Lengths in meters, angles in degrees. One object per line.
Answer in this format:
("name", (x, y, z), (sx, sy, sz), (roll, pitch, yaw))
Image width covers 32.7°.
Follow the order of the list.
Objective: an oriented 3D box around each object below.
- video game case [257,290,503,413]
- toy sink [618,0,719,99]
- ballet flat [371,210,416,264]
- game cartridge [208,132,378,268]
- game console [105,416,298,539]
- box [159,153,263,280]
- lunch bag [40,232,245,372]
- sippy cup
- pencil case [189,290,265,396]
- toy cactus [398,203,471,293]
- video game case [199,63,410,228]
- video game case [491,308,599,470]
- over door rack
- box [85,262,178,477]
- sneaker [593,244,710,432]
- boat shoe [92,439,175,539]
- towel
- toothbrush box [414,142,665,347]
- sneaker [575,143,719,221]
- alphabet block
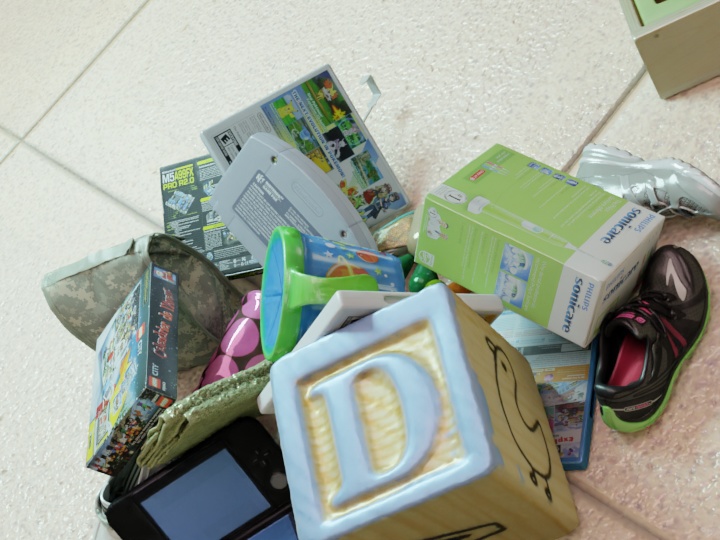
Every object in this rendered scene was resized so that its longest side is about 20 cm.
("video game case", (0.017, 0.083, 1.207), (0.200, 0.182, 0.023), (-53, 44, 45))
("toy sink", (0.362, -0.319, 1.398), (0.130, 0.112, 0.200), (-22, 46, 19))
("ballet flat", (0.000, 0.000, 1.434), (0.200, 0.071, 0.071), (-27, 44, 14))
("game cartridge", (-0.075, -0.055, 1.396), (0.200, 0.041, 0.133), (47, 127, 11))
("game console", (-0.145, 0.282, 1.271), (0.200, 0.171, 0.118), (-34, 17, 7))
("box", (-0.164, -0.071, 1.553), (0.200, 0.044, 0.161), (-11, 81, 35))
("lunch bag", (-0.263, 0.033, 1.489), (0.164, 0.200, 0.118), (-18, 47, 24))
("sippy cup", (-0.027, 0.028, 1.240), (0.130, 0.140, 0.178), (5, 30, -14))
("pencil case", (-0.148, 0.124, 1.423), (0.091, 0.094, 0.200), (30, 69, 1))
("toy cactus", (0.079, 0.003, 1.336), (0.200, 0.102, 0.165), (-21, 46, 29))
("video game case", (-0.066, -0.122, 1.479), (0.182, 0.200, 0.022), (-30, -3, -12))
("video game case", (0.173, 0.111, 1.251), (0.143, 0.018, 0.200), (-7, 52, 30))
("over door rack", (-0.057, -0.152, 1.589), (0.147, 0.067, 0.200), (-2, 58, 35))
("box", (-0.247, 0.106, 1.343), (0.137, 0.038, 0.200), (-50, 30, 29))
("sneaker", (0.277, 0.056, 1.173), (0.077, 0.084, 0.200), (5, 59, 37))
("boat shoe", (-0.263, 0.253, 1.354), (0.073, 0.067, 0.200), (32, 104, 34))
("towel", (-0.137, 0.139, 1.287), (0.200, 0.148, 0.037), (-23, 76, -34))
("toothbrush box", (0.178, -0.031, 1.227), (0.200, 0.086, 0.146), (26, 40, 24))
("sneaker", (0.304, -0.072, 1.282), (0.200, 0.075, 0.082), (20, 83, 50))
("alphabet block", (0.058, 0.162, 1.134), (0.196, 0.200, 0.196), (-25, 56, 19))
